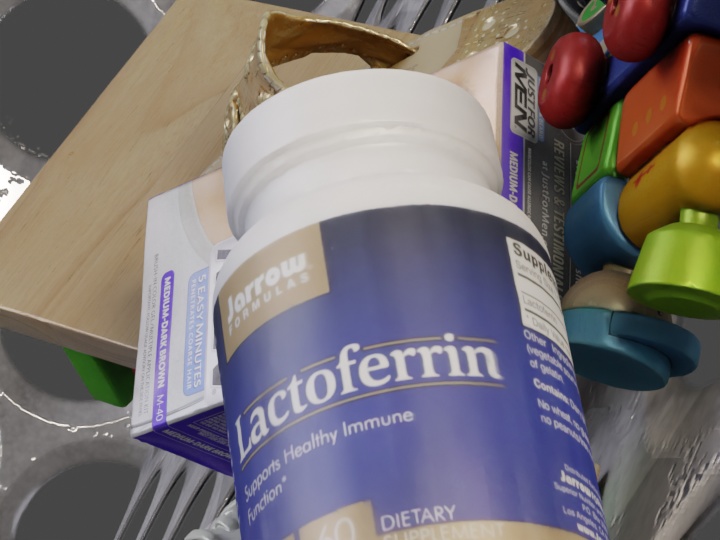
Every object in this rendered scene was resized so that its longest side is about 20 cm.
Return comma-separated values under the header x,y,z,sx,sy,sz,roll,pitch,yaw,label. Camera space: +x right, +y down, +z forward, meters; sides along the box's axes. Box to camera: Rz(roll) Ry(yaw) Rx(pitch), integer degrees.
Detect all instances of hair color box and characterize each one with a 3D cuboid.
x,y,z,sx,sy,sz,roll,pitch,yaw,label
0.000,0.000,1.101,0.200,0.065,0.110,-21,56,39,hair color box

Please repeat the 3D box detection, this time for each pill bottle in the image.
x,y,z,sx,sy,sz,roll,pitch,yaw,label
0.013,0.041,0.923,0.116,0.115,0.200,124,144,-49,pill bottle

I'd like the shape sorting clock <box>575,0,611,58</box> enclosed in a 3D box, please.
x,y,z,sx,sy,sz,roll,pitch,yaw,label
0.099,-0.073,1.149,0.200,0.039,0.200,-45,17,17,shape sorting clock

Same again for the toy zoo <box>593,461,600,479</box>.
x,y,z,sx,sy,sz,roll,pitch,yaw,label
0.031,0.170,0.989,0.131,0.020,0.200,-58,9,43,toy zoo

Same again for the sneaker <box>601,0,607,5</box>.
x,y,z,sx,sy,sz,roll,pitch,yaw,label
0.103,-0.144,1.095,0.073,0.082,0.200,-44,20,6,sneaker

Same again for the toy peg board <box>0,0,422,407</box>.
x,y,z,sx,sy,sz,roll,pitch,yaw,label
-0.043,-0.012,1.304,0.200,0.199,0.098,-55,-41,-25,toy peg board

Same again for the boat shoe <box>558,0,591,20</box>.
x,y,z,sx,sy,sz,roll,pitch,yaw,label
0.149,-0.195,1.255,0.200,0.074,0.060,-55,3,8,boat shoe

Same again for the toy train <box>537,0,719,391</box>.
x,y,z,sx,sy,sz,roll,pitch,yaw,label
0.113,-0.037,0.908,0.200,0.084,0.116,134,151,-69,toy train

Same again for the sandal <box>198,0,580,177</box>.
x,y,z,sx,sy,sz,roll,pitch,yaw,label
-0.011,-0.086,1.191,0.211,0.070,0.078,-19,33,36,sandal

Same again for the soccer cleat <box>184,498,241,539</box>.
x,y,z,sx,sy,sz,roll,pitch,yaw,label
-0.037,0.112,1.138,0.200,0.086,0.070,-83,14,-54,soccer cleat
